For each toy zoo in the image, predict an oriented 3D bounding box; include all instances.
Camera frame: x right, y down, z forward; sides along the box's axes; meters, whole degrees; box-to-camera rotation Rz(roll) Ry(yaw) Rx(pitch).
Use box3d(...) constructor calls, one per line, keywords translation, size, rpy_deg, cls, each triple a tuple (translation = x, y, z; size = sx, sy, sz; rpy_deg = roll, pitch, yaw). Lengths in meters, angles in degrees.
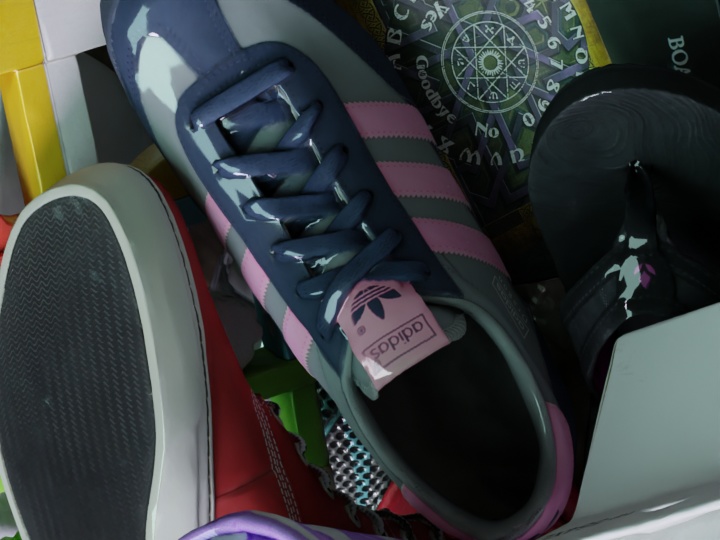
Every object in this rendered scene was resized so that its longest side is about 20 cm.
box3d(translation=(-0.083, -0.007, 0.830), size=(0.020, 0.131, 0.201), rpy_deg=(29, 134, 59), cls="toy zoo")

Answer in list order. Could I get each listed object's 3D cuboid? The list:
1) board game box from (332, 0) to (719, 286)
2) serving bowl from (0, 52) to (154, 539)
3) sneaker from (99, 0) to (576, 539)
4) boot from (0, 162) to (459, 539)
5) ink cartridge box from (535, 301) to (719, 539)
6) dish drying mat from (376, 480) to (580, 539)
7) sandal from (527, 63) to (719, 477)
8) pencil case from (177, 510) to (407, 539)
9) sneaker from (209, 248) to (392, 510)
box3d(translation=(0.035, -0.091, 0.813), size=(0.135, 0.028, 0.201), rpy_deg=(-9, 112, 15), cls="board game box")
box3d(translation=(-0.093, 0.023, 0.948), size=(0.065, 0.200, 0.201), rpy_deg=(4, 128, -7), cls="serving bowl")
box3d(translation=(0.000, -0.009, 0.790), size=(0.070, 0.082, 0.200), rpy_deg=(-36, 104, 7), cls="sneaker")
box3d(translation=(-0.027, 0.060, 0.838), size=(0.072, 0.144, 0.201), rpy_deg=(-6, 98, 43), cls="boot")
box3d(translation=(0.147, 0.089, 0.738), size=(0.200, 0.126, 0.128), rpy_deg=(35, 144, -28), cls="ink cartridge box")
box3d(translation=(0.081, 0.126, 0.871), size=(0.200, 0.018, 0.077), rpy_deg=(43, 123, 23), cls="dish drying mat")
box3d(translation=(0.092, 0.023, 0.818), size=(0.075, 0.048, 0.201), rpy_deg=(-3, 137, 11), cls="sandal")
box3d(translation=(0.022, 0.117, 0.780), size=(0.084, 0.200, 0.086), rpy_deg=(6, 82, 41), cls="pencil case")
box3d(translation=(0.000, 0.000, 0.918), size=(0.091, 0.078, 0.201), rpy_deg=(10, 115, -9), cls="sneaker")
